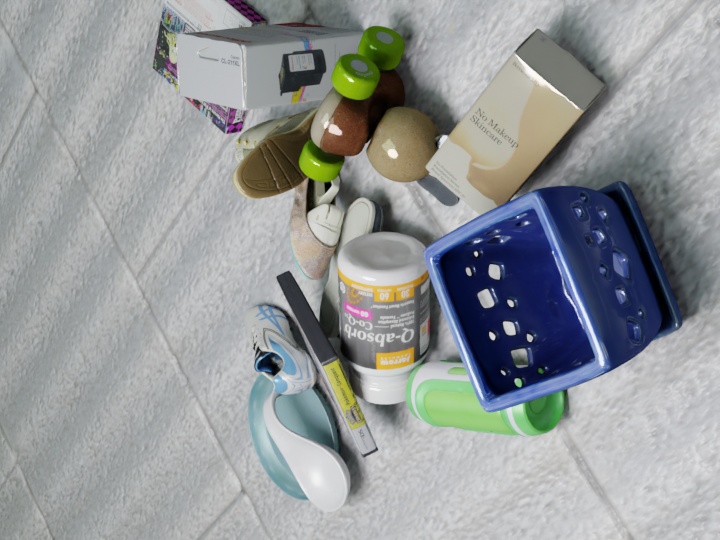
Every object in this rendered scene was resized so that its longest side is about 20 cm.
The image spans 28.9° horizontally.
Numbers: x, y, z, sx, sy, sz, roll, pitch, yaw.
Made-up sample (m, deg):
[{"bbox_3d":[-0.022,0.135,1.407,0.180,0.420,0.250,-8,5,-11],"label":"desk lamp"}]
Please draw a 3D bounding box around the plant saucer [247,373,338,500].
[{"bbox_3d":[-0.094,0.236,2.041,0.200,0.027,0.201,17,113,46],"label":"plant saucer"}]

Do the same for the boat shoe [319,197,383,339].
[{"bbox_3d":[0.000,0.000,1.830,0.075,0.062,0.200,40,122,55],"label":"boat shoe"}]

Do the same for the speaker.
[{"bbox_3d":[0.148,0.153,1.691,0.200,0.088,0.089,0,101,49],"label":"speaker"}]

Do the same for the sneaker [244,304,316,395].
[{"bbox_3d":[-0.129,0.109,1.992,0.200,0.072,0.072,47,136,52],"label":"sneaker"}]

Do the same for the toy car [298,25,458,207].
[{"bbox_3d":[0.051,-0.167,1.702,0.200,0.158,0.164,30,132,6],"label":"toy car"}]

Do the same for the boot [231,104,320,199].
[{"bbox_3d":[-0.122,-0.150,1.832,0.155,0.200,0.072,-6,119,51],"label":"boot"}]

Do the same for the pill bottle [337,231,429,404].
[{"bbox_3d":[0.030,0.062,1.765,0.116,0.116,0.200,29,132,41],"label":"pill bottle"}]

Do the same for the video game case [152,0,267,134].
[{"bbox_3d":[-0.220,-0.324,2.010,0.200,0.036,0.182,42,130,34],"label":"video game case"}]

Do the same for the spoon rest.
[{"bbox_3d":[-0.080,0.249,1.962,0.200,0.061,0.099,57,137,21],"label":"spoon rest"}]

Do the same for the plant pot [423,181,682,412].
[{"bbox_3d":[0.217,0.021,1.497,0.200,0.180,0.200,-29,79,48],"label":"plant pot"}]

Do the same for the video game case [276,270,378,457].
[{"bbox_3d":[-0.045,0.122,1.837,0.200,0.025,0.181,58,172,51],"label":"video game case"}]

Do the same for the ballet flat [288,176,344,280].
[{"bbox_3d":[-0.054,-0.081,1.821,0.067,0.068,0.200,-34,45,34],"label":"ballet flat"}]

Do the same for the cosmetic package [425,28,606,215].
[{"bbox_3d":[0.170,-0.159,1.557,0.105,0.071,0.200,40,134,4],"label":"cosmetic package"}]

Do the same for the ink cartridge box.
[{"bbox_3d":[-0.115,-0.263,1.778,0.146,0.200,0.083,19,115,45],"label":"ink cartridge box"}]
